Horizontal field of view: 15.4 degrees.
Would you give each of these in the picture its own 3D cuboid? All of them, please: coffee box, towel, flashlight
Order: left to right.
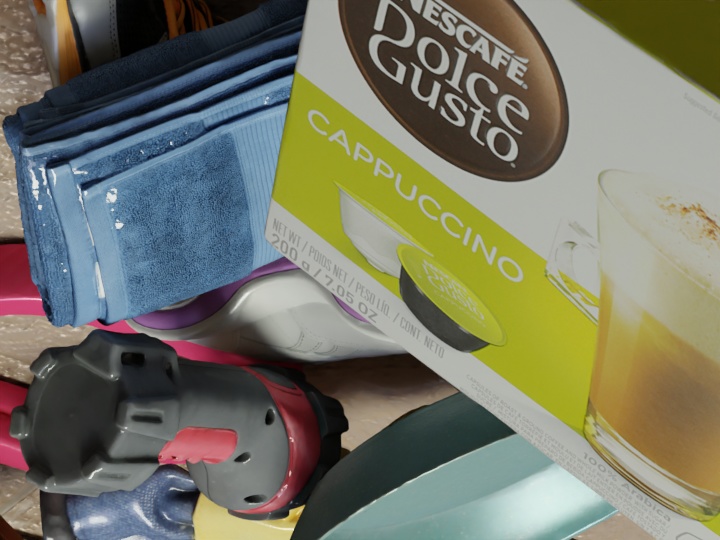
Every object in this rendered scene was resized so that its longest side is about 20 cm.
[{"bbox_3d":[-0.071,0.067,1.060,0.068,0.068,0.200,-22,168,20],"label":"flashlight"},{"bbox_3d":[-0.028,-0.047,0.965,0.200,0.049,0.112,-24,143,-15],"label":"towel"},{"bbox_3d":[0.114,-0.067,0.807,0.200,0.200,0.198,36,149,13],"label":"coffee box"}]

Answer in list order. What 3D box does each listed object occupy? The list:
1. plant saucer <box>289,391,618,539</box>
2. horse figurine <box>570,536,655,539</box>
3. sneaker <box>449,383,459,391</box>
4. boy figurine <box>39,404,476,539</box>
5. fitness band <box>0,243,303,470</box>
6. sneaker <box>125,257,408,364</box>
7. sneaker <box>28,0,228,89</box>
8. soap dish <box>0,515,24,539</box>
[{"bbox_3d":[0.052,0.086,1.121,0.200,0.036,0.200,-20,160,-8],"label":"plant saucer"},{"bbox_3d":[0.097,0.106,1.273,0.132,0.050,0.200,35,151,-12],"label":"horse figurine"},{"bbox_3d":[0.063,-0.003,1.111,0.088,0.077,0.200,24,139,-6],"label":"sneaker"},{"bbox_3d":[-0.046,0.100,1.216,0.199,0.065,0.124,-9,149,3],"label":"boy figurine"},{"bbox_3d":[-0.121,0.046,1.219,0.200,0.038,0.144,19,141,-28],"label":"fitness band"},{"bbox_3d":[0.000,0.000,1.103,0.200,0.075,0.100,0,168,32],"label":"sneaker"},{"bbox_3d":[-0.073,-0.073,1.000,0.077,0.078,0.200,-19,149,5],"label":"sneaker"},{"bbox_3d":[-0.236,0.148,1.220,0.200,0.157,0.081,-3,131,-56],"label":"soap dish"}]
